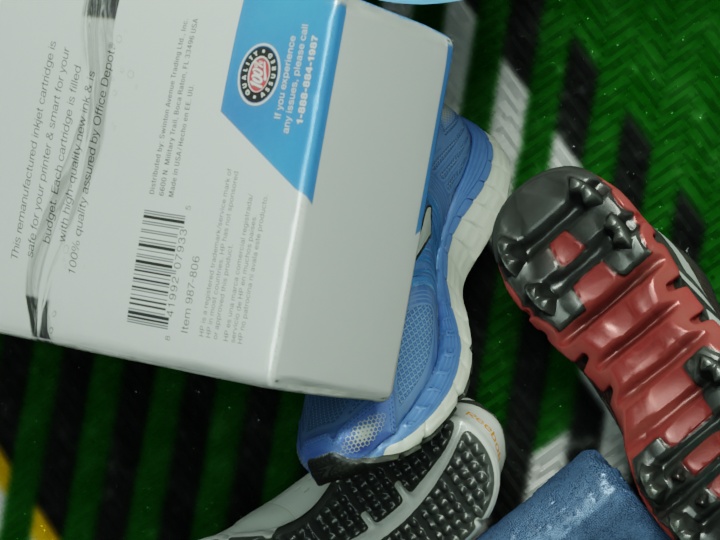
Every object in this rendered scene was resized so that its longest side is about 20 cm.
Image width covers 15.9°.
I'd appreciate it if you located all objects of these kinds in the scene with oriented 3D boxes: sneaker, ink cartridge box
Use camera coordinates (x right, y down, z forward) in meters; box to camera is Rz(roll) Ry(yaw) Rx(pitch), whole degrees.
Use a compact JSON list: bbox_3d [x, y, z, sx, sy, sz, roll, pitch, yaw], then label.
[{"bbox_3d":[0.134,0.047,1.089,0.071,0.098,0.201,-37,73,13],"label":"sneaker"},{"bbox_3d":[0.000,0.000,1.076,0.078,0.089,0.201,-22,40,36],"label":"sneaker"},{"bbox_3d":[-0.013,0.122,1.127,0.199,0.080,0.074,-32,91,21],"label":"sneaker"},{"bbox_3d":[-0.077,-0.038,1.018,0.199,0.084,0.146,10,89,36],"label":"ink cartridge box"}]

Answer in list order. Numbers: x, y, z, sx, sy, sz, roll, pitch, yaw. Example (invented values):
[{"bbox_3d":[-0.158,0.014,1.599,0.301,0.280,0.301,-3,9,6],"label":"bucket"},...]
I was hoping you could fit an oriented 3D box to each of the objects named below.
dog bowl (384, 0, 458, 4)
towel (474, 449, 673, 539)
[{"bbox_3d":[-0.016,-0.167,1.027,0.198,0.050,0.112,11,46,15],"label":"dog bowl"},{"bbox_3d":[0.057,0.170,1.101,0.200,0.049,0.112,-41,118,6],"label":"towel"}]
